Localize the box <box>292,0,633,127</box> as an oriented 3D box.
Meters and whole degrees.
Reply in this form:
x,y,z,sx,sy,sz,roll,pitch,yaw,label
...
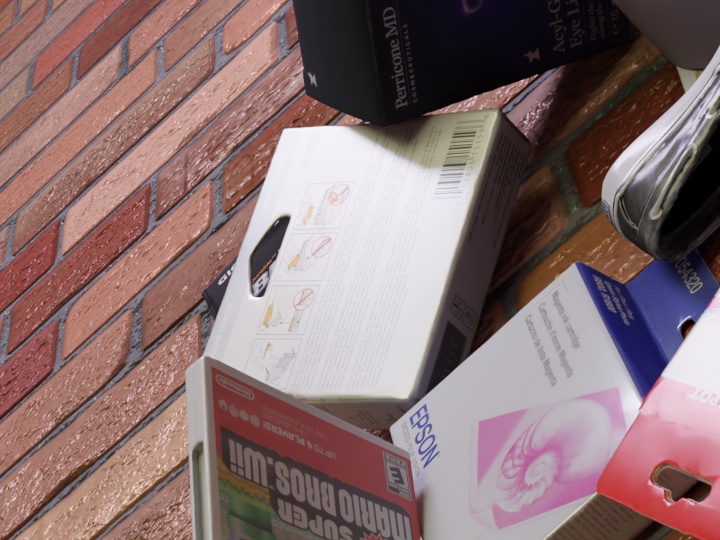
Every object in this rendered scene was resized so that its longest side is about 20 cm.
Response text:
x,y,z,sx,sy,sz,roll,pitch,yaw,label
0.060,-0.195,1.374,0.199,0.149,0.104,-22,26,-25,box

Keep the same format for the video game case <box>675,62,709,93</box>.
x,y,z,sx,sy,sz,roll,pitch,yaw,label
0.263,-0.199,1.302,0.200,0.023,0.182,-39,25,19,video game case

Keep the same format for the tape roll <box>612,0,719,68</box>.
x,y,z,sx,sy,sz,roll,pitch,yaw,label
0.232,-0.216,1.273,0.200,0.066,0.201,-39,25,23,tape roll

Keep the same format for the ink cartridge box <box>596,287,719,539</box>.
x,y,z,sx,sy,sz,roll,pitch,yaw,label
0.205,0.044,0.959,0.201,0.067,0.116,-55,27,-8,ink cartridge box

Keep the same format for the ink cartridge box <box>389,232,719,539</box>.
x,y,z,sx,sy,sz,roll,pitch,yaw,label
0.109,0.076,1.121,0.200,0.043,0.197,-44,23,12,ink cartridge box

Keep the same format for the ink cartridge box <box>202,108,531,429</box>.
x,y,z,sx,sy,sz,roll,pitch,yaw,label
0.000,0.000,1.329,0.172,0.044,0.201,-3,58,39,ink cartridge box

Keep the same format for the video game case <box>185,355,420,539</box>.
x,y,z,sx,sy,sz,roll,pitch,yaw,label
-0.022,0.147,1.051,0.017,0.142,0.201,-39,39,31,video game case

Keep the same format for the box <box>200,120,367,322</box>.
x,y,z,sx,sy,sz,roll,pitch,yaw,label
-0.010,-0.012,1.456,0.200,0.050,0.199,-46,24,4,box

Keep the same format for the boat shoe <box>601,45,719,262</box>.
x,y,z,sx,sy,sz,roll,pitch,yaw,label
0.212,-0.088,1.156,0.199,0.074,0.068,-44,31,1,boat shoe
